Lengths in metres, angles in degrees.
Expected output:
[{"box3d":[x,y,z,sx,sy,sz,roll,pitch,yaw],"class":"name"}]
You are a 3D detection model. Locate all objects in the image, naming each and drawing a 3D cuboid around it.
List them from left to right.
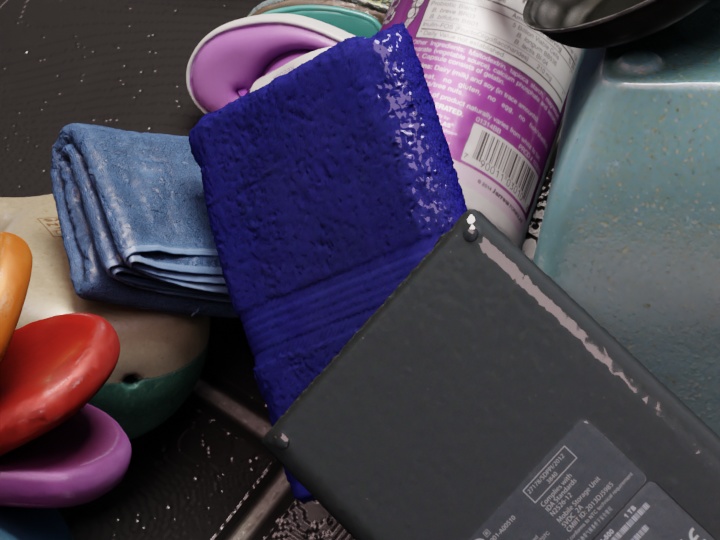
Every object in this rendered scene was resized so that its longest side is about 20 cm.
[{"box3d":[-0.184,0.075,0.773,0.149,0.201,0.175,-4,23,-15],"class":"toy car"},{"box3d":[-0.165,0.025,0.921,0.158,0.104,0.200,-7,29,-29],"class":"whale figurine"},{"box3d":[-0.065,-0.026,0.883,0.199,0.049,0.112,6,48,-35],"class":"towel"},{"box3d":[-0.017,-0.100,0.962,0.201,0.083,0.050,14,24,18],"class":"sandal"},{"box3d":[0.000,0.000,0.784,0.147,0.049,0.201,-21,83,37],"class":"towel"},{"box3d":[0.029,-0.140,0.999,0.199,0.074,0.075,10,61,15],"class":"ballet flat"},{"box3d":[0.059,-0.103,0.874,0.112,0.112,0.201,13,67,19],"class":"pill bottle"},{"box3d":[0.073,0.092,0.696,0.200,0.033,0.140,44,98,11],"class":"hard drive"},{"box3d":[0.099,-0.128,0.743,0.189,0.031,0.115,-9,32,45],"class":"frying pan"},{"box3d":[0.177,-0.029,0.774,0.195,0.201,0.196,2,33,13],"class":"plant pot"}]
